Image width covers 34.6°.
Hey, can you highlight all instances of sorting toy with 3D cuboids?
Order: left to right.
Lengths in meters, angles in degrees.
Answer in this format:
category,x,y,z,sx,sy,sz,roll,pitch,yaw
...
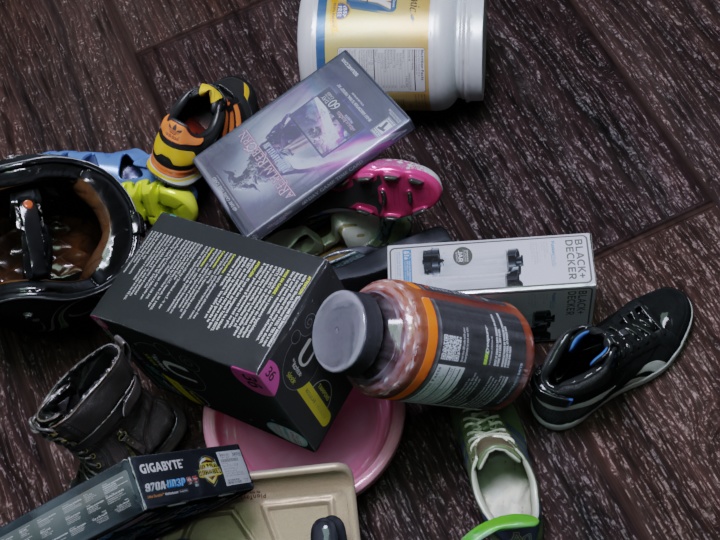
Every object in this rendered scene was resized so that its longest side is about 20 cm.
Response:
category,x,y,z,sx,sy,sz,roll,pitch,yaw
sorting toy,-0.088,0.283,1.058,0.185,0.036,0.201,-7,85,3

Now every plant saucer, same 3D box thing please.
category,x,y,z,sx,sy,sz,roll,pitch,yaw
plant saucer,-0.054,0.145,1.146,0.200,0.051,0.201,-3,62,6

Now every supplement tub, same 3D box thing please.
category,x,y,z,sx,sy,sz,roll,pitch,yaw
supplement tub,0.038,-0.251,1.289,0.199,0.145,0.145,1,63,7
supplement tub,0.055,0.065,1.030,0.107,0.200,0.107,-16,68,47

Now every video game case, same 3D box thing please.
category,x,y,z,sx,sy,sz,roll,pitch,yaw
video game case,-0.061,-0.128,1.173,0.200,0.019,0.143,-35,49,-2

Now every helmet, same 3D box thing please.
category,x,y,z,sx,sy,sz,roll,pitch,yaw
helmet,-0.332,-0.027,1.192,0.200,0.191,0.201,7,77,-31

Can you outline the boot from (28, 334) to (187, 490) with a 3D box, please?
category,x,y,z,sx,sy,sz,roll,pitch,yaw
boot,-0.259,0.165,1.082,0.069,0.174,0.200,31,78,27

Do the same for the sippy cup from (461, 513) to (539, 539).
category,x,y,z,sx,sy,sz,roll,pitch,yaw
sippy cup,0.150,0.308,0.992,0.130,0.178,0.140,-12,37,-6

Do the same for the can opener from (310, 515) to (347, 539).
category,x,y,z,sx,sy,sz,roll,pitch,yaw
can opener,-0.025,0.314,1.000,0.078,0.063,0.201,-1,88,4

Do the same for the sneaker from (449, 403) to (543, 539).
category,x,y,z,sx,sy,sz,roll,pitch,yaw
sneaker,0.129,0.171,1.087,0.067,0.090,0.201,-14,61,0

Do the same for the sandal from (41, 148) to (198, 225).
category,x,y,z,sx,sy,sz,roll,pitch,yaw
sandal,-0.266,-0.102,1.294,0.199,0.080,0.087,11,51,8

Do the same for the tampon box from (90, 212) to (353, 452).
category,x,y,z,sx,sy,sz,roll,pitch,yaw
tampon box,-0.114,0.055,1.076,0.200,0.150,0.126,16,64,32

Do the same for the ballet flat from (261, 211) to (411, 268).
category,x,y,z,sx,sy,sz,roll,pitch,yaw
ballet flat,-0.038,-0.031,1.227,0.200,0.074,0.074,-25,62,-7

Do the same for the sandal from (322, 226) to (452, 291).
category,x,y,z,sx,sy,sz,roll,pitch,yaw
sandal,0.000,0.000,1.207,0.200,0.076,0.043,-21,62,-16

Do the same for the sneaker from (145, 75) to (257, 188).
category,x,y,z,sx,sy,sz,roll,pitch,yaw
sneaker,-0.161,-0.174,1.272,0.070,0.090,0.200,29,43,3

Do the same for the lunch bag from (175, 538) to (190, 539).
category,x,y,z,sx,sy,sz,roll,pitch,yaw
lunch bag,-0.212,0.338,1.012,0.200,0.082,0.161,-28,71,17

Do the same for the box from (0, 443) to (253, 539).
category,x,y,z,sx,sy,sz,roll,pitch,yaw
box,-0.212,0.211,0.981,0.200,0.159,0.046,-30,73,22

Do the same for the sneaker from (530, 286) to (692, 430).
category,x,y,z,sx,sy,sz,roll,pitch,yaw
sneaker,0.251,0.071,1.113,0.200,0.112,0.073,-38,65,-13

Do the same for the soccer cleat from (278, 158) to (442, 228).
category,x,y,z,sx,sy,sz,roll,pitch,yaw
soccer cleat,-0.013,-0.096,1.187,0.199,0.070,0.086,-4,43,14

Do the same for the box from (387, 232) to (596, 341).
category,x,y,z,sx,sy,sz,roll,pitch,yaw
box,0.130,0.022,1.151,0.199,0.117,0.060,-3,59,4
